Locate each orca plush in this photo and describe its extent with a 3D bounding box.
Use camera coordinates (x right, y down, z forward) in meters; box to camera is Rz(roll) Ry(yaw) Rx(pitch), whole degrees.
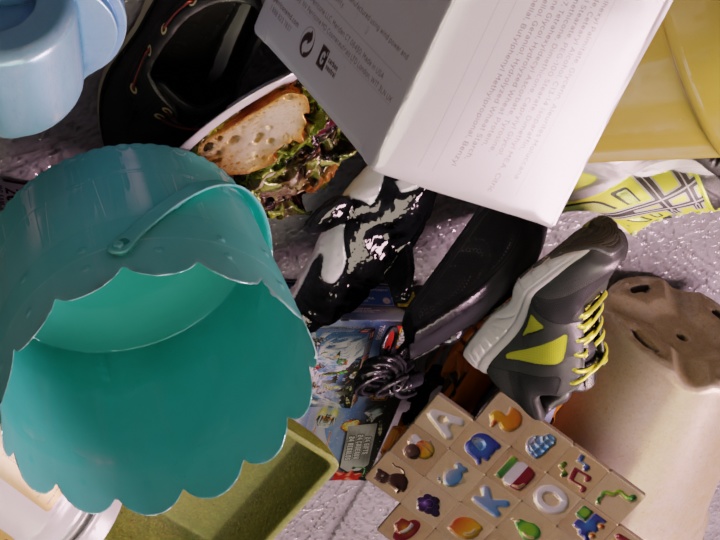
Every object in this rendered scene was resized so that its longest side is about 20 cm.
[{"bbox_3d":[0.000,0.000,1.486,0.200,0.071,0.105,-46,156,5],"label":"orca plush"}]

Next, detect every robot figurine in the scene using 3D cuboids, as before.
[{"bbox_3d":[0.083,0.110,1.638,0.058,0.145,0.201,9,126,-39],"label":"robot figurine"}]

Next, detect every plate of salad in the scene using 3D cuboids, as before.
[{"bbox_3d":[-0.046,-0.076,1.395,0.199,0.048,0.200,-28,164,-9],"label":"plate of salad"}]

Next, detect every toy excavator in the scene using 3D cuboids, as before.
[{"bbox_3d":[-0.223,-0.107,1.224,0.193,0.201,0.100,-9,140,-8],"label":"toy excavator"}]

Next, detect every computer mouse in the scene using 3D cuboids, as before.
[{"bbox_3d":[0.076,0.018,1.520,0.201,0.053,0.138,-54,170,2],"label":"computer mouse"}]

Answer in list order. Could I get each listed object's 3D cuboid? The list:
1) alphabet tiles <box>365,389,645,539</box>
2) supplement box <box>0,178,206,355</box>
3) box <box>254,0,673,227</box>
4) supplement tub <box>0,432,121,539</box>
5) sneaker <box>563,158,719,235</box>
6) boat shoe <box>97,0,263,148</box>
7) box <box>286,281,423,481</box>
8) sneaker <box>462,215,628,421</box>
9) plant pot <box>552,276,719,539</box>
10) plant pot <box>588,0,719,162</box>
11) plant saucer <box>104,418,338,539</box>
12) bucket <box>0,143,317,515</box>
[{"bbox_3d":[0.110,0.179,1.602,0.199,0.006,0.167,36,122,-5],"label":"alphabet tiles"},{"bbox_3d":[-0.161,0.009,1.457,0.199,0.109,0.061,9,134,-28],"label":"supplement box"},{"bbox_3d":[0.062,-0.165,1.210,0.130,0.199,0.201,15,111,-30],"label":"box"},{"bbox_3d":[-0.272,0.120,1.503,0.144,0.145,0.200,-32,128,20],"label":"supplement tub"},{"bbox_3d":[0.206,-0.066,1.483,0.198,0.076,0.077,7,122,-8],"label":"sneaker"},{"bbox_3d":[-0.115,-0.120,1.357,0.073,0.063,0.202,5,138,-26],"label":"boat shoe"},{"bbox_3d":[-0.037,0.088,1.646,0.136,0.040,0.201,2,138,-18],"label":"box"},{"bbox_3d":[0.144,0.034,1.477,0.074,0.085,0.200,-36,170,-30],"label":"sneaker"},{"bbox_3d":[0.212,0.114,1.661,0.199,0.201,0.184,8,124,-26],"label":"plant pot"},{"bbox_3d":[0.182,-0.150,1.330,0.188,0.202,0.201,-14,144,25],"label":"plant pot"},{"bbox_3d":[-0.142,0.135,1.616,0.199,0.048,0.200,32,126,-11],"label":"plant saucer"},{"bbox_3d":[-0.133,0.032,1.313,0.205,0.135,0.208,-10,135,-11],"label":"bucket"}]
